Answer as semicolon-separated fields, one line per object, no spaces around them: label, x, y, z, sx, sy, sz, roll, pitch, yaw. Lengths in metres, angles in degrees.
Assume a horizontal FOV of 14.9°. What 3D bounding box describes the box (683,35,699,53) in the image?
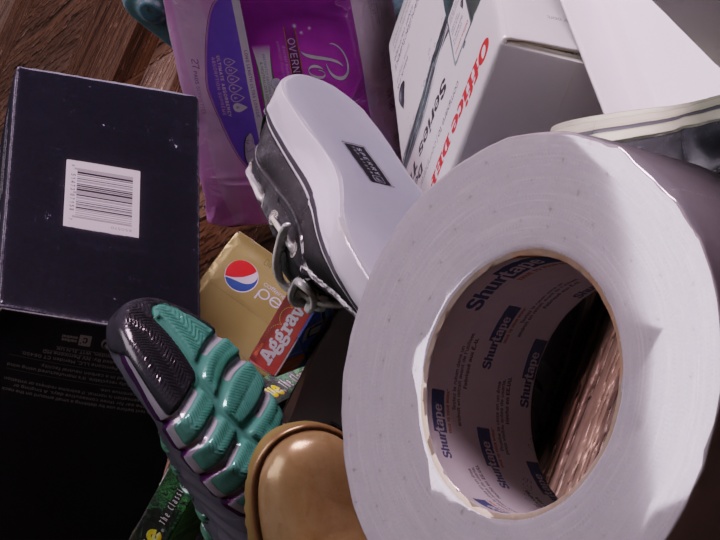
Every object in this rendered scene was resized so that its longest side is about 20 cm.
box;0.183;-0.163;1.288;0.117;0.048;0.200;-58;20;16

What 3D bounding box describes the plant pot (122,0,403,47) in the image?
plant pot;-0.036;-0.208;1.646;0.196;0.196;0.200;-43;13;47

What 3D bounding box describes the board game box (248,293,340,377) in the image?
board game box;0.000;0.000;1.457;0.103;0.019;0.200;-60;-10;10

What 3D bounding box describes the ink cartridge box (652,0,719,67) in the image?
ink cartridge box;0.191;-0.205;1.104;0.145;0.147;0.200;-1;60;46

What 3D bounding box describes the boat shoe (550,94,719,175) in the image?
boat shoe;0.153;-0.039;1.135;0.200;0.075;0.062;-7;81;49

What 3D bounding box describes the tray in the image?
tray;0.144;-0.119;1.222;0.107;0.022;0.200;-34;62;32

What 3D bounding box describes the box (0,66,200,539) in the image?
box;-0.151;0.028;1.460;0.200;0.104;0.182;-94;17;-49

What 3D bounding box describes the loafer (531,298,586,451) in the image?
loafer;0.062;0.060;1.276;0.201;0.068;0.070;-66;25;7

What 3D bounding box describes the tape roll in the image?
tape roll;0.083;0.048;1.086;0.200;0.066;0.201;-12;74;45

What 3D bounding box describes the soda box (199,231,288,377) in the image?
soda box;-0.078;0.053;1.575;0.064;0.068;0.200;-54;-1;-24

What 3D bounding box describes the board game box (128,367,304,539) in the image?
board game box;-0.062;0.100;1.463;0.105;0.023;0.200;-58;-12;17

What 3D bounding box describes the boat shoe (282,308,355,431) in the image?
boat shoe;-0.009;0.080;1.437;0.200;0.075;0.093;-54;0;-7

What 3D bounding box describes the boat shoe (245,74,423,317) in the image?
boat shoe;-0.010;-0.013;1.293;0.068;0.073;0.199;-60;39;24

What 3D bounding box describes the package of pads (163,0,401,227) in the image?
package of pads;-0.039;-0.126;1.520;0.076;0.120;0.200;-60;-36;-58

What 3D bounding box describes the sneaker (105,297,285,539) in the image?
sneaker;-0.067;0.107;1.329;0.088;0.200;0.074;-38;7;33

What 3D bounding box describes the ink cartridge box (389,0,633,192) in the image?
ink cartridge box;0.076;-0.104;1.362;0.200;0.083;0.147;-96;21;-52

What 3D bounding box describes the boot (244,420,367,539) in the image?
boot;0.019;0.156;1.162;0.066;0.175;0.200;-19;8;-14
